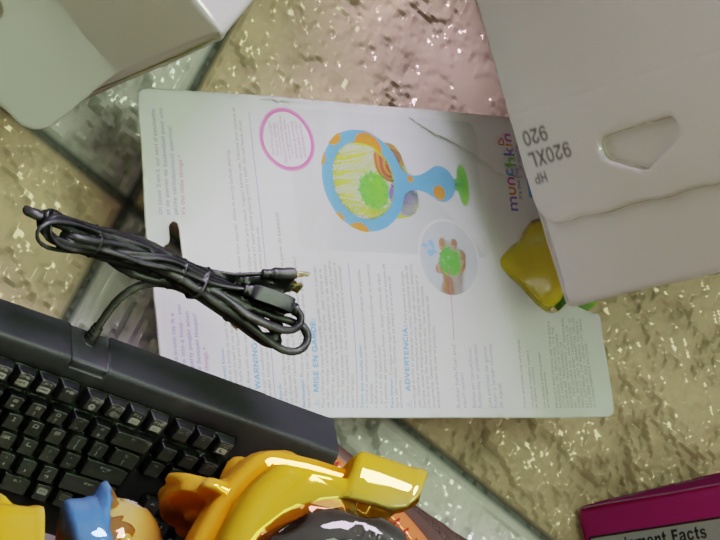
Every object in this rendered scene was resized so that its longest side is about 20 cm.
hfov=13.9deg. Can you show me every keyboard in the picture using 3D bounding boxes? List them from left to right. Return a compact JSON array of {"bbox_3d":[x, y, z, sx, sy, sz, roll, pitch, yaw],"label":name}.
[{"bbox_3d":[-0.093,0.035,0.962,0.200,0.127,0.021,20,26,-29],"label":"keyboard"}]

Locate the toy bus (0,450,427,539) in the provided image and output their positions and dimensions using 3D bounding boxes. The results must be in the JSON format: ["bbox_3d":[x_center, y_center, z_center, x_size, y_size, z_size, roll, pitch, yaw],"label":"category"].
[{"bbox_3d":[-0.088,0.135,0.933,0.192,0.136,0.200,21,70,-2],"label":"toy bus"}]

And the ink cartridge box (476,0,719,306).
[{"bbox_3d":[0.168,-0.088,1.055,0.200,0.147,0.145,-17,91,-34],"label":"ink cartridge box"}]

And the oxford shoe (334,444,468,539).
[{"bbox_3d":[0.019,0.122,1.065,0.200,0.071,0.073,49,24,-9],"label":"oxford shoe"}]

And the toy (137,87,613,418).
[{"bbox_3d":[0.000,0.000,1.076,0.200,0.047,0.115,1,77,-33],"label":"toy"}]

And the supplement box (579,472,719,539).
[{"bbox_3d":[0.170,0.173,1.128,0.101,0.103,0.200,-8,86,-36],"label":"supplement box"}]

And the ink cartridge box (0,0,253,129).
[{"bbox_3d":[-0.079,-0.156,1.003,0.129,0.125,0.200,48,56,-18],"label":"ink cartridge box"}]
